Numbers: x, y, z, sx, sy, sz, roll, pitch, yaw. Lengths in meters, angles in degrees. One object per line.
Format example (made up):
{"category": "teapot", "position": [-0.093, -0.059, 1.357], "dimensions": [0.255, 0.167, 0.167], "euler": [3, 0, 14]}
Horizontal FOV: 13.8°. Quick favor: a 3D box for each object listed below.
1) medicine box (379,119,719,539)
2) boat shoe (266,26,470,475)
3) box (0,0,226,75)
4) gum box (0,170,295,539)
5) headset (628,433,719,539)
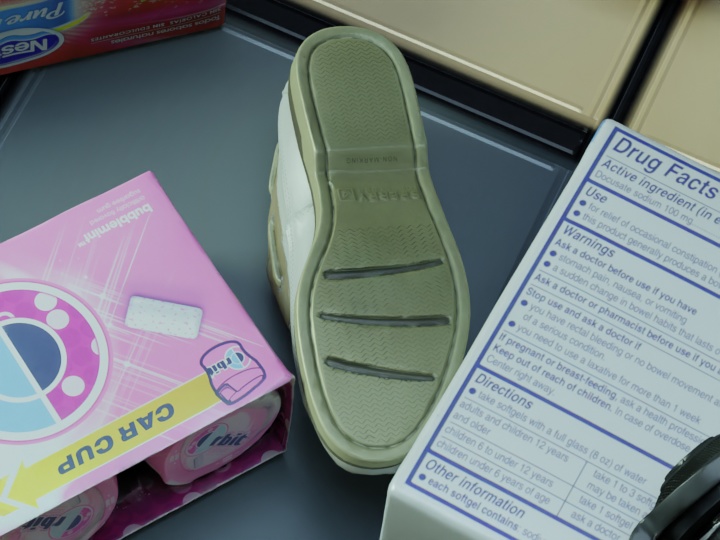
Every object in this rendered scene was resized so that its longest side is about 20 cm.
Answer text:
{"category": "medicine box", "position": [0.129, 0.073, 1.185], "dimensions": [0.182, 0.103, 0.200], "euler": [27, 62, 10]}
{"category": "boat shoe", "position": [0.000, 0.000, 1.233], "dimensions": [0.074, 0.068, 0.201], "euler": [5, 59, -12]}
{"category": "box", "position": [-0.162, -0.149, 1.286], "dimensions": [0.199, 0.096, 0.100], "euler": [-14, 64, -13]}
{"category": "gum box", "position": [-0.141, 0.059, 1.188], "dimensions": [0.199, 0.066, 0.114], "euler": [-27, 65, -18]}
{"category": "headset", "position": [0.164, 0.092, 1.066], "dimensions": [0.123, 0.094, 0.201], "euler": [22, 74, 6]}
